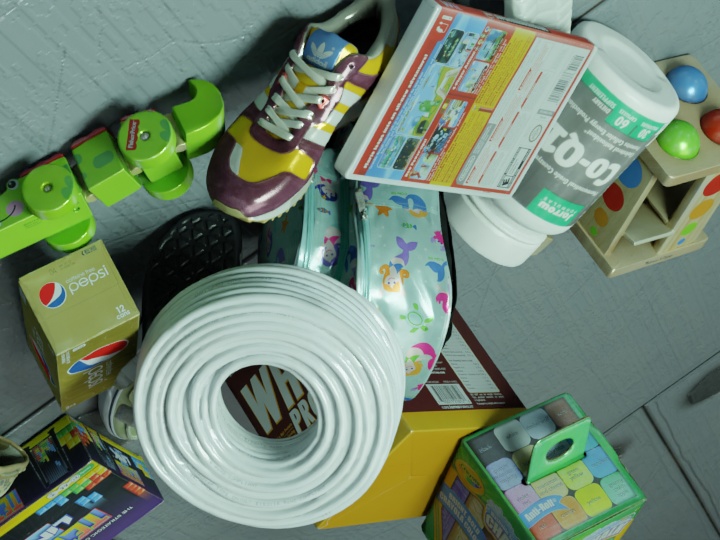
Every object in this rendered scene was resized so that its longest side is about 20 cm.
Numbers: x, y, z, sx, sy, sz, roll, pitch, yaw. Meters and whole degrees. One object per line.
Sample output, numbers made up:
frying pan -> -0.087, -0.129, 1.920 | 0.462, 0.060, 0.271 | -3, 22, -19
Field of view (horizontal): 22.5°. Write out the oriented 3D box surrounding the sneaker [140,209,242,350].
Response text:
sneaker -> -0.138, 0.050, 1.427 | 0.083, 0.072, 0.200 | 38, 66, -85

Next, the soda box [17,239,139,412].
soda box -> -0.209, 0.045, 1.348 | 0.068, 0.064, 0.200 | -27, 170, -14

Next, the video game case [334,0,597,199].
video game case -> 0.082, -0.123, 1.340 | 0.200, 0.017, 0.143 | 4, 122, -49

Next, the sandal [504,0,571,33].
sandal -> 0.124, -0.193, 1.397 | 0.082, 0.050, 0.203 | -35, 146, -34

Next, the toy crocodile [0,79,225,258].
toy crocodile -> -0.182, -0.069, 1.257 | 0.200, 0.062, 0.068 | -28, 155, -2

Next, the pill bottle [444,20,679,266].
pill bottle -> 0.165, -0.103, 1.531 | 0.113, 0.113, 0.200 | 1, 137, -51

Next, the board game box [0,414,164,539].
board game box -> -0.297, 0.226, 1.627 | 0.200, 0.057, 0.165 | -36, 153, 4

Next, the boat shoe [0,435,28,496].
boat shoe -> -0.318, 0.140, 1.445 | 0.063, 0.073, 0.200 | -37, 166, -8

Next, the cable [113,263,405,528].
cable -> -0.068, 0.092, 1.322 | 0.200, 0.200, 0.069 | -54, -172, 22

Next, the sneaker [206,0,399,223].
sneaker -> -0.041, -0.121, 1.264 | 0.200, 0.075, 0.090 | -53, 164, -33

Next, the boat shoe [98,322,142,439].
boat shoe -> -0.167, 0.089, 1.532 | 0.072, 0.062, 0.200 | -13, 147, -37

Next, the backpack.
backpack -> 0.000, 0.000, 1.422 | 0.150, 0.200, 0.178 | 0, 144, -19

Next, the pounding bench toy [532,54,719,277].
pounding bench toy -> 0.236, -0.092, 1.621 | 0.200, 0.124, 0.156 | -16, 149, -32

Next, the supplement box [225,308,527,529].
supplement box -> 0.010, 0.104, 1.606 | 0.197, 0.200, 0.133 | 3, 135, -52

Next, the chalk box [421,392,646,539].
chalk box -> 0.154, 0.200, 1.567 | 0.124, 0.124, 0.200 | -21, 152, -27
